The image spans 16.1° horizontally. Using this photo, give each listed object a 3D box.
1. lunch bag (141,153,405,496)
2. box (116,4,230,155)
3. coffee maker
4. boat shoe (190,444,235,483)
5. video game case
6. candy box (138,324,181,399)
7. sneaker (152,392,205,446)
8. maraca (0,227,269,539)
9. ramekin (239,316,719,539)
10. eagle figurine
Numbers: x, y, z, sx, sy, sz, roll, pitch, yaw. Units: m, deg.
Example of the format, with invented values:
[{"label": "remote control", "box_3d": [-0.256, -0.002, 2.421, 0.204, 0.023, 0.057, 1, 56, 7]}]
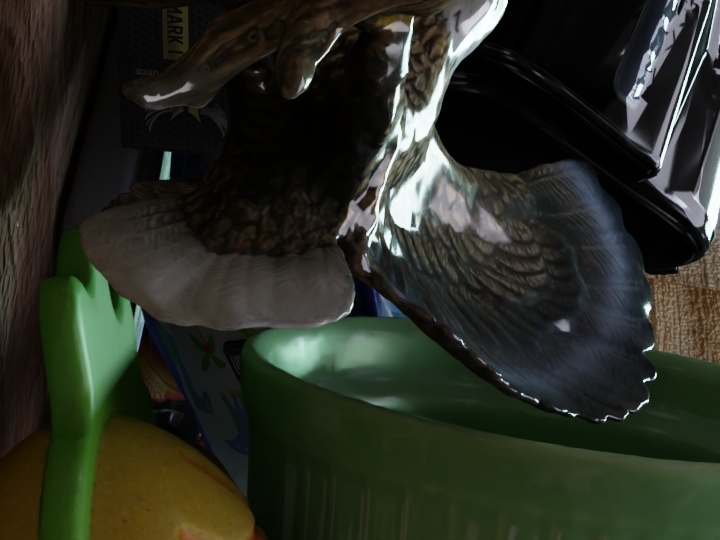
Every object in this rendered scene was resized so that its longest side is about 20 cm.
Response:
[{"label": "lunch bag", "box_3d": [0.000, 0.000, 0.943, 0.170, 0.127, 0.202, -9, -103, 64]}, {"label": "box", "box_3d": [-0.043, -0.154, 0.848, 0.200, 0.051, 0.159, -79, 173, -58]}, {"label": "coffee maker", "box_3d": [0.065, -0.126, 0.833, 0.201, 0.191, 0.135, -64, -173, -20]}, {"label": "boat shoe", "box_3d": [-0.100, 0.135, 0.986, 0.072, 0.065, 0.200, 55, -33, 14]}, {"label": "video game case", "box_3d": [-0.089, -0.036, 0.983, 0.183, 0.022, 0.201, 100, -1, -52]}, {"label": "candy box", "box_3d": [-0.038, 0.036, 1.199, 0.200, 0.056, 0.118, 29, -68, 56]}, {"label": "sneaker", "box_3d": [-0.019, 0.081, 1.074, 0.098, 0.199, 0.071, 58, 24, -78]}, {"label": "maraca", "box_3d": [-0.068, 0.091, 0.691, 0.137, 0.106, 0.201, 82, 3, -71]}, {"label": "ramekin", "box_3d": [0.056, 0.082, 0.766, 0.200, 0.198, 0.098, -84, -178, -82]}, {"label": "eagle figurine", "box_3d": [0.001, -0.029, 0.686, 0.200, 0.150, 0.152, 75, -6, -60]}]
